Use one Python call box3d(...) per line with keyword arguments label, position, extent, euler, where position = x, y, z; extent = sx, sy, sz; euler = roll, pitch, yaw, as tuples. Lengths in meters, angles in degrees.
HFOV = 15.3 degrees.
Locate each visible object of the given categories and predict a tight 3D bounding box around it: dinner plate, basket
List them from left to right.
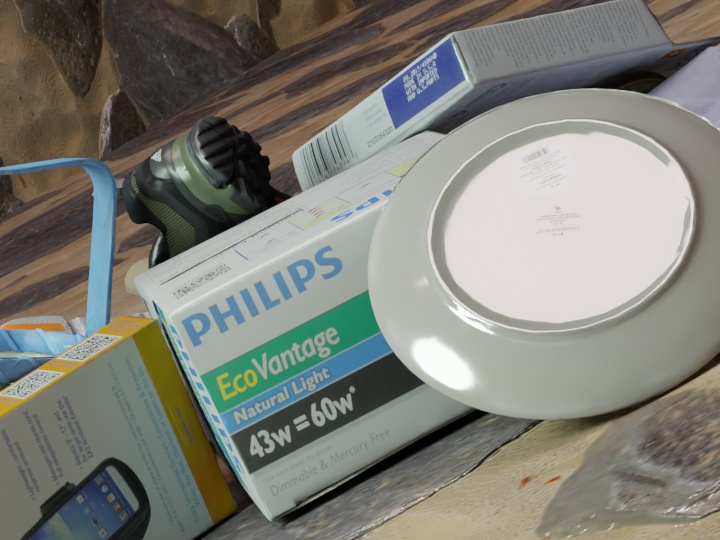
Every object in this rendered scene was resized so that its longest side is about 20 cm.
box3d(label="basket", position=(-0.199, 0.039, 1.470), extent=(0.139, 0.200, 0.176), euler=(0, 5, 41))
box3d(label="dinner plate", position=(0.099, -0.016, 1.301), extent=(0.200, 0.024, 0.200), euler=(-8, 51, 9))

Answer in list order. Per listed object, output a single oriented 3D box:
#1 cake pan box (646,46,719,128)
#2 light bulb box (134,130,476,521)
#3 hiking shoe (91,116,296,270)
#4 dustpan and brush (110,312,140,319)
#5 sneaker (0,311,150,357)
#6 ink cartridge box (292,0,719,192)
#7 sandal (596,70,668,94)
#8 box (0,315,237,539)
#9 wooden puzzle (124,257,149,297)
box3d(label="cake pan box", position=(0.191, -0.062, 1.497), extent=(0.200, 0.052, 0.184), euler=(-38, 20, -21))
box3d(label="light bulb box", position=(-0.004, 0.023, 1.455), extent=(0.198, 0.125, 0.200), euler=(-27, 10, -6))
box3d(label="hiking shoe", position=(-0.074, -0.006, 1.608), extent=(0.101, 0.200, 0.076), euler=(-21, 36, 22))
box3d(label="dustpan and brush", position=(-0.136, 0.041, 1.930), extent=(0.200, 0.057, 0.140), euler=(-22, 11, 29))
box3d(label="sneaker", position=(-0.137, 0.087, 1.634), extent=(0.200, 0.112, 0.078), euler=(3, 30, -18))
box3d(label="ink cartridge box", position=(0.088, -0.106, 1.630), extent=(0.200, 0.043, 0.196), euler=(-15, -12, -35))
box3d(label="sandal", position=(0.119, -0.036, 1.611), extent=(0.200, 0.082, 0.055), euler=(-40, 53, -1))
box3d(label="box", position=(-0.167, 0.122, 1.383), extent=(0.200, 0.119, 0.041), euler=(-32, 21, -29))
box3d(label="wooden puzzle", position=(-0.049, -0.013, 1.864), extent=(0.200, 0.037, 0.185), euler=(-12, 10, -20))
